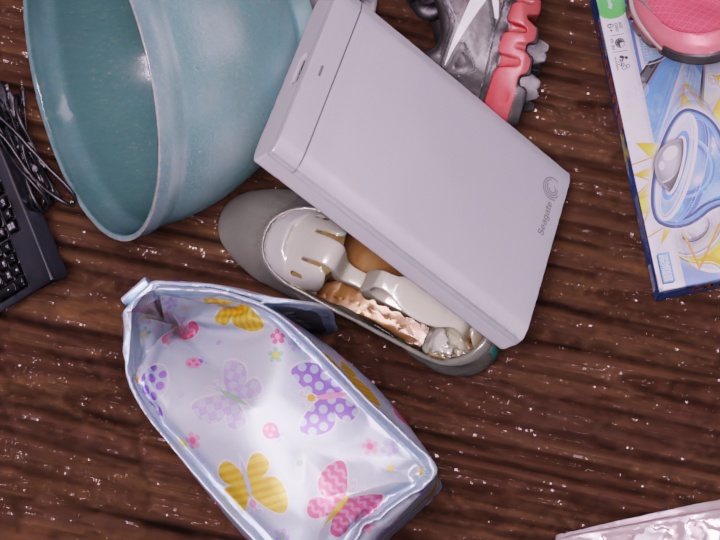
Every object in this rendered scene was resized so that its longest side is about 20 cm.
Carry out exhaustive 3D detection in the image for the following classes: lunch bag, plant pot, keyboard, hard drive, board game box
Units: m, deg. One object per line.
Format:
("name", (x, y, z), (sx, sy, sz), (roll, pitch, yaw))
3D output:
("lunch bag", (-0.050, 0.083, 1.177), (0.200, 0.170, 0.127), (44, 86, 9))
("plant pot", (-0.107, -0.131, 1.219), (0.133, 0.200, 0.202), (-15, 79, -26))
("keyboard", (-0.251, -0.076, 1.266), (0.104, 0.040, 0.201), (-28, 80, 18))
("hard drive", (0.036, -0.061, 1.194), (0.199, 0.027, 0.133), (37, 53, -24))
("board game box", (0.231, -0.093, 1.260), (0.134, 0.034, 0.202), (-12, 80, 1))

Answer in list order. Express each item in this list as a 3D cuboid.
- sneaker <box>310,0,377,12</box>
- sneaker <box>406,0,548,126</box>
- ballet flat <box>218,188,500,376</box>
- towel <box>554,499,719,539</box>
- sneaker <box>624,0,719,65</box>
("sneaker", (0.006, -0.250, 1.277), (0.074, 0.081, 0.202), (16, 80, 7))
("sneaker", (0.081, -0.196, 1.267), (0.097, 0.071, 0.202), (12, 83, 3))
("ballet flat", (0.000, 0.000, 1.242), (0.199, 0.064, 0.068), (28, 83, 7))
("towel", (0.227, 0.240, 1.207), (0.189, 0.032, 0.202), (-13, 79, 1))
("sneaker", (0.195, -0.218, 1.228), (0.073, 0.087, 0.202), (-6, 57, 6))
